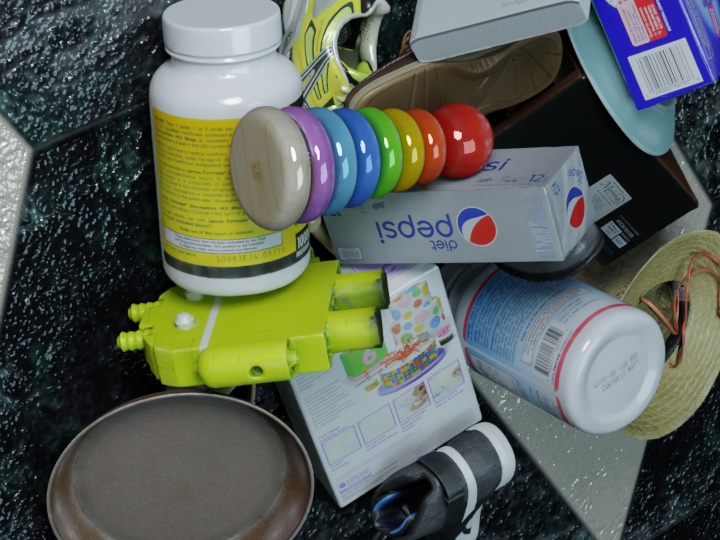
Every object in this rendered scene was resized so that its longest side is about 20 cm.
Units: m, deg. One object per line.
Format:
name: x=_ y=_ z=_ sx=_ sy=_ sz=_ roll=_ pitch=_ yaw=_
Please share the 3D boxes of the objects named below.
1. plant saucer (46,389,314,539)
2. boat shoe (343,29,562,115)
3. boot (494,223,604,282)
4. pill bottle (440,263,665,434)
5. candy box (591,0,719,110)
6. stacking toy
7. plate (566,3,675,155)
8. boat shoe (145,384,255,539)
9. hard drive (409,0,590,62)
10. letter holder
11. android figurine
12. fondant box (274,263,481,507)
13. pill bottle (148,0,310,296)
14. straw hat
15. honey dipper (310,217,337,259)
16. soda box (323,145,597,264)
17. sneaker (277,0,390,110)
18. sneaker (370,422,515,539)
plant saucer: x=-0.135 y=0.160 z=1.456 sx=0.199 sy=0.032 sz=0.201 roll=-5 pitch=126 yaw=-7
boat shoe: x=0.059 y=-0.148 z=1.462 sx=0.199 sy=0.072 sz=0.073 roll=-26 pitch=131 yaw=-30
boot: x=0.092 y=-0.071 z=1.516 sx=0.070 sy=0.199 sz=0.132 roll=-49 pitch=135 yaw=-17
pill bottle: x=0.148 y=0.052 z=1.612 sx=0.108 sy=0.200 sz=0.109 roll=-17 pitch=119 yaw=-33
candy box: x=0.246 y=-0.247 z=1.561 sx=0.170 sy=0.077 sz=0.200 roll=65 pitch=32 yaw=-14
stacking toy: x=0.011 y=-0.080 z=1.367 sx=0.199 sy=0.085 sz=0.086 roll=-9 pitch=114 yaw=-34
plate: x=0.217 y=-0.191 z=1.595 sx=0.025 sy=0.201 sz=0.200 roll=-24 pitch=138 yaw=26
boat shoe: x=-0.134 y=0.159 z=1.520 sx=0.073 sy=0.063 sz=0.201 roll=4 pitch=107 yaw=-41
hard drive: x=0.111 y=-0.243 z=1.437 sx=0.026 sy=0.131 sz=0.201 roll=57 pitch=31 yaw=-39
letter holder: x=0.178 y=-0.126 z=1.643 sx=0.100 sy=0.143 sz=0.200 roll=-33 pitch=134 yaw=17
android figurine: x=-0.080 y=0.036 z=1.438 sx=0.199 sy=0.182 sz=0.041 roll=-4 pitch=116 yaw=9
fondant box: x=0.008 y=0.082 z=1.566 sx=0.144 sy=0.058 sz=0.201 roll=-31 pitch=139 yaw=-11
pill bottle: x=-0.095 y=-0.092 z=1.411 sx=0.112 sy=0.112 sz=0.201 roll=-19 pitch=120 yaw=-32
straw hat: x=0.256 y=0.048 z=1.778 sx=0.200 sy=0.085 sz=0.202 roll=-19 pitch=118 yaw=-39
honey dipper: x=0.000 y=0.000 z=1.555 sx=0.038 sy=0.038 sz=0.200 roll=-53 pitch=143 yaw=-8
soda box: x=0.071 y=-0.048 z=1.456 sx=0.068 sy=0.199 sz=0.064 roll=-48 pitch=128 yaw=-47
sneaker: x=-0.031 y=-0.132 z=1.470 sx=0.075 sy=0.076 sz=0.201 roll=-5 pitch=114 yaw=-40
sneaker: x=0.048 y=0.203 z=1.646 sx=0.111 sy=0.073 sz=0.200 roll=-22 pitch=155 yaw=-29
